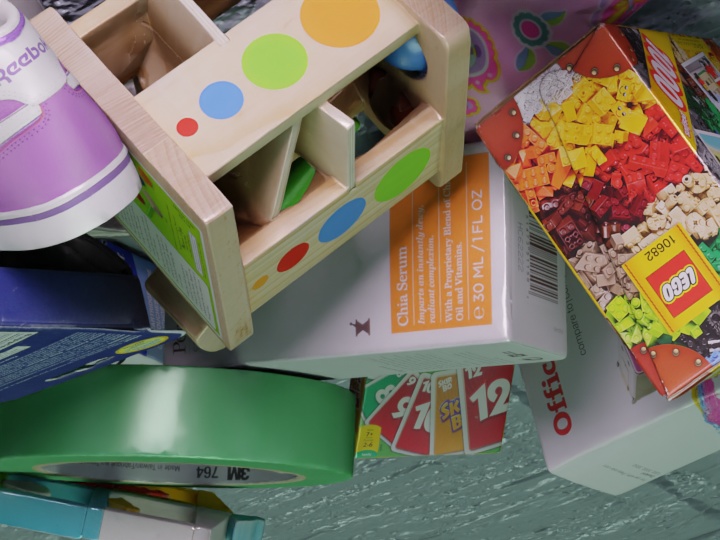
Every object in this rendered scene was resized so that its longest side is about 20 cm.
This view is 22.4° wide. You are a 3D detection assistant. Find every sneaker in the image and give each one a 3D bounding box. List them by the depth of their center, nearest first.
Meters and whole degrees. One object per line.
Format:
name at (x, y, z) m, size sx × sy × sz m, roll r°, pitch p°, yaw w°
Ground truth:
sneaker at (-0.180, -0.064, 0.765) m, size 0.200 × 0.073 × 0.114 m, roll -11°, pitch 119°, yaw 45°
sneaker at (-0.182, 0.020, 0.928) m, size 0.074 × 0.089 × 0.200 m, roll 35°, pitch 159°, yaw -22°

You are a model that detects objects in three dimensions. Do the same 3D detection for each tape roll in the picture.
tape roll at (-0.103, 0.088, 0.990) m, size 0.200 × 0.048 × 0.200 m, roll 2°, pitch 169°, yaw 0°

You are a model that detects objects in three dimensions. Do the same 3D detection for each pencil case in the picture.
pencil case at (0.093, -0.139, 0.835) m, size 0.087 × 0.088 × 0.200 m, roll 4°, pitch 148°, yaw -30°

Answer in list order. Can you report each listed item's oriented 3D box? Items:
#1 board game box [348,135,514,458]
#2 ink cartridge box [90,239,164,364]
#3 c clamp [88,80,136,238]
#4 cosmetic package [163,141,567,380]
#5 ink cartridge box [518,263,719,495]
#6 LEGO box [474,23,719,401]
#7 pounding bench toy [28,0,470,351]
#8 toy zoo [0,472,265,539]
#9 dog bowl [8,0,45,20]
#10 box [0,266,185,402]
board game box at (0.048, 0.008, 1.021) m, size 0.095 × 0.201 × 0.030 m, roll 0°, pitch -165°, yaw -25°
ink cartridge box at (-0.159, 0.057, 1.111) m, size 0.136 × 0.077 × 0.200 m, roll -26°, pitch 151°, yaw 24°
c clamp at (-0.093, -0.063, 0.959) m, size 0.171 × 0.027 × 0.200 m, roll 12°, pitch 144°, yaw -39°
cosmetic package at (0.000, 0.000, 0.924) m, size 0.200 × 0.102 × 0.071 m, roll -7°, pitch 167°, yaw 29°
ink cartridge box at (0.186, 0.021, 1.029) m, size 0.200 × 0.145 × 0.085 m, roll -31°, pitch 149°, yaw 30°
LEGO box at (0.155, -0.033, 0.857) m, size 0.077 × 0.149 × 0.200 m, roll -39°, pitch 169°, yaw 22°
pounding bench toy at (-0.038, -0.062, 0.832) m, size 0.156 × 0.124 × 0.200 m, roll -37°, pitch 159°, yaw -16°
toy zoo at (-0.155, 0.137, 1.066) m, size 0.199 × 0.021 × 0.131 m, roll 12°, pitch -179°, yaw -5°
dog bowl at (-0.227, -0.084, 0.828) m, size 0.199 × 0.059 × 0.200 m, roll -10°, pitch 154°, yaw -5°
box at (-0.181, 0.032, 0.810) m, size 0.121 × 0.032 × 0.200 m, roll -21°, pitch 167°, yaw 27°
